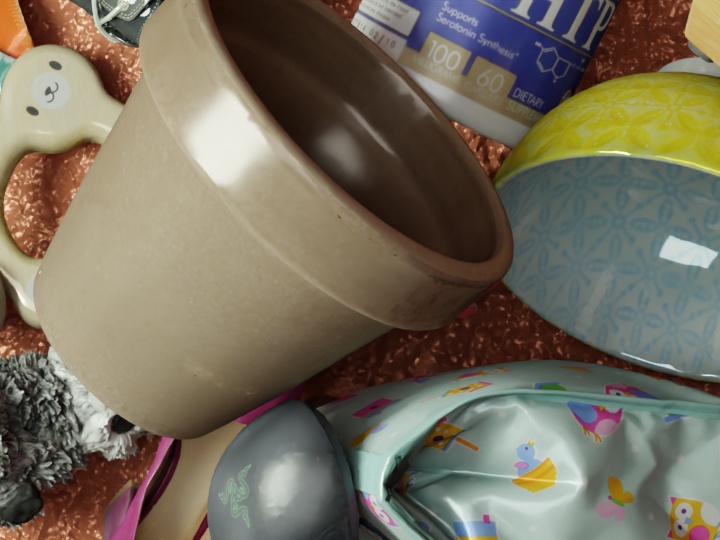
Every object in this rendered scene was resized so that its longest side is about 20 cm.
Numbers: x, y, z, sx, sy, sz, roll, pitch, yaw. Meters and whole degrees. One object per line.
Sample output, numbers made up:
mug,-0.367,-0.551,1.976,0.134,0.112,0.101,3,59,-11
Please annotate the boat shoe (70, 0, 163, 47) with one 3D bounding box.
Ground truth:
boat shoe,-0.123,-0.156,1.337,0.200,0.072,0.068,9,71,13

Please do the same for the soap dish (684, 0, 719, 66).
soap dish,0.248,-0.113,1.194,0.157,0.200,0.081,41,116,10

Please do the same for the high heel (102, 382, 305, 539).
high heel,-0.081,0.119,1.291,0.067,0.096,0.200,17,132,-21

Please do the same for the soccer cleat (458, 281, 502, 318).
soccer cleat,0.000,0.000,1.320,0.200,0.067,0.076,-26,57,7

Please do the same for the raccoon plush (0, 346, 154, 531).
raccoon plush,-0.195,0.075,1.376,0.200,0.134,0.097,1,108,45

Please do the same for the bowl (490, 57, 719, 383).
bowl,0.167,-0.041,1.234,0.200,0.200,0.108,13,61,14

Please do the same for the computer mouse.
computer mouse,-0.043,0.149,1.184,0.053,0.200,0.139,-13,43,-21

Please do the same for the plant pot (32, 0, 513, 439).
plant pot,-0.055,-0.015,1.157,0.200,0.200,0.175,48,111,10

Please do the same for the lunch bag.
lunch bag,0.069,0.104,1.209,0.200,0.170,0.122,3,91,-20

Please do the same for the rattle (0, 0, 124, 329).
rattle,-0.169,-0.076,1.318,0.130,0.143,0.200,-17,84,6

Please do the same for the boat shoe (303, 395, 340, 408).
boat shoe,-0.040,0.160,1.329,0.068,0.072,0.200,31,100,28

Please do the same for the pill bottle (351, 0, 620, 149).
pill bottle,0.084,-0.172,1.267,0.120,0.120,0.200,28,97,13

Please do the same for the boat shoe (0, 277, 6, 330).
boat shoe,-0.285,0.003,1.353,0.200,0.068,0.072,7,105,39
